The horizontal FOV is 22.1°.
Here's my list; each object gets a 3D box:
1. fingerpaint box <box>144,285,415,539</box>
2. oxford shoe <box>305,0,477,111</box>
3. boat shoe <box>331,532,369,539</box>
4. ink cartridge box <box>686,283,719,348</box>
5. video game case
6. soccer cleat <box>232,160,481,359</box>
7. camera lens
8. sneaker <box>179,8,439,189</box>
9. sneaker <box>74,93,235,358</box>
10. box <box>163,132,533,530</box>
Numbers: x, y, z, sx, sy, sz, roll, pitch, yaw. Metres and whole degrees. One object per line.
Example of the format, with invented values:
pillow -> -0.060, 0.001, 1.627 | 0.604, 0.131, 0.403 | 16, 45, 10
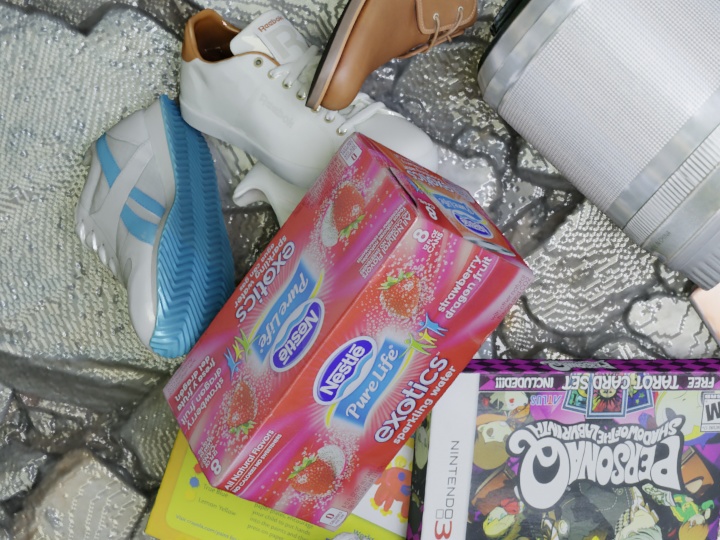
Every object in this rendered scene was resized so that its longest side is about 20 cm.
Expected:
fingerpaint box -> -0.016, 0.121, 1.191 | 0.199, 0.073, 0.168 | 20, 99, 6
oxford shoe -> 0.031, -0.158, 1.112 | 0.071, 0.200, 0.071 | 34, 145, 1
boat shoe -> -0.006, 0.191, 1.094 | 0.199, 0.071, 0.070 | -6, 97, 38
ink cartridge box -> 0.327, 0.026, 1.134 | 0.199, 0.050, 0.163 | -35, 89, 14
video game case -> 0.127, 0.144, 1.138 | 0.198, 0.036, 0.183 | 1, 104, -15
soccer cleat -> 0.000, 0.000, 1.171 | 0.077, 0.069, 0.200 | -38, 73, -6
camera lens -> 0.180, -0.108, 1.090 | 0.200, 0.160, 0.160 | 44, 101, 5
sneaker -> -0.039, -0.108, 1.134 | 0.199, 0.073, 0.085 | 22, 130, 31
sneaker -> -0.133, -0.018, 1.161 | 0.080, 0.201, 0.077 | -28, 133, 18
box -> -0.010, 0.037, 1.061 | 0.099, 0.096, 0.200 | 25, 109, -38
